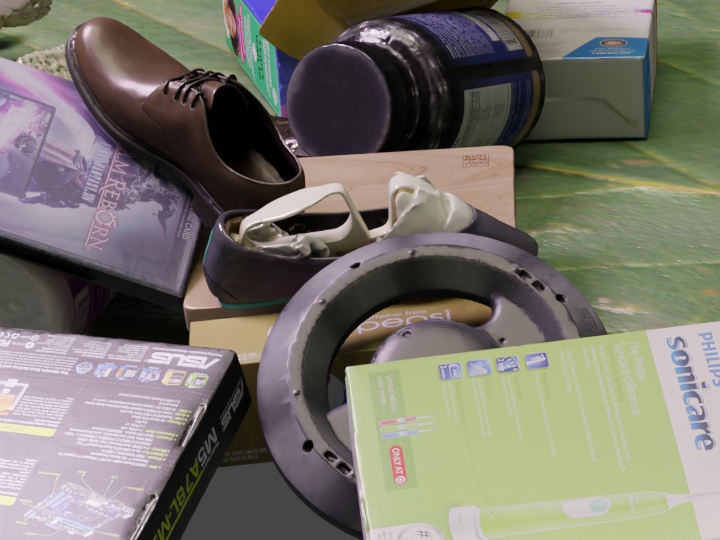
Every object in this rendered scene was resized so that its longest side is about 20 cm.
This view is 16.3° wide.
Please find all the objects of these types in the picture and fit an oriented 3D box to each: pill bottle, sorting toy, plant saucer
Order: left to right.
[{"bbox_3d":[-0.206,-0.012,1.613,0.112,0.113,0.200,2,25,17],"label":"pill bottle"},{"bbox_3d":[0.000,0.000,1.583,0.199,0.070,0.199,-3,28,4],"label":"sorting toy"},{"bbox_3d":[0.036,-0.203,1.827,0.199,0.049,0.200,-20,-4,-11],"label":"plant saucer"},{"bbox_3d":[0.038,-0.123,1.749,0.112,0.112,0.200,10,13,31],"label":"pill bottle"}]

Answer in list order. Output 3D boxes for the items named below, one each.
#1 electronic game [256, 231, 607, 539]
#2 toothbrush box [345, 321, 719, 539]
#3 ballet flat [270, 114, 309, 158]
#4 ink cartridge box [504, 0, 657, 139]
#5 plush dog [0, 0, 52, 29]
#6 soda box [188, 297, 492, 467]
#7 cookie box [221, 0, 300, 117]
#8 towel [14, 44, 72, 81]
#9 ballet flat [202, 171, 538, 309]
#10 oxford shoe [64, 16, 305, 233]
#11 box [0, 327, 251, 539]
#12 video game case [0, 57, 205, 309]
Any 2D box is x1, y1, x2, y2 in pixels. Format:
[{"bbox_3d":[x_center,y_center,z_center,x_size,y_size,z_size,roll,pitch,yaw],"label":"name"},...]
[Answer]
[{"bbox_3d":[0.042,0.064,1.380,0.199,0.042,0.201,-2,57,2],"label":"electronic game"},{"bbox_3d":[0.099,0.114,1.253,0.199,0.086,0.146,-8,43,-1],"label":"toothbrush box"},{"bbox_3d":[-0.073,-0.092,1.849,0.200,0.046,0.068,6,57,36],"label":"ballet flat"},{"bbox_3d":[0.168,-0.168,1.923,0.116,0.067,0.200,0,25,11],"label":"ink cartridge box"},{"bbox_3d":[-0.374,-0.211,2.099,0.199,0.161,0.172,17,3,-18],"label":"plush dog"},{"bbox_3d":[0.003,0.062,1.455,0.199,0.068,0.064,-6,24,-1],"label":"soda box"},{"bbox_3d":[-0.010,-0.199,2.022,0.171,0.075,0.200,-12,25,-11],"label":"cookie box"},{"bbox_3d":[-0.156,-0.105,1.681,0.148,0.037,0.200,33,16,6],"label":"towel"},{"bbox_3d":[0.005,-0.021,1.475,0.199,0.073,0.073,-6,24,-1],"label":"ballet flat"},{"bbox_3d":[-0.101,-0.100,1.539,0.200,0.085,0.073,41,50,18],"label":"oxford shoe"},{"bbox_3d":[-0.184,0.112,1.362,0.199,0.048,0.193,4,44,21],"label":"box"},{"bbox_3d":[-0.191,-0.062,1.541,0.199,0.019,0.143,18,48,-5],"label":"video game case"}]
